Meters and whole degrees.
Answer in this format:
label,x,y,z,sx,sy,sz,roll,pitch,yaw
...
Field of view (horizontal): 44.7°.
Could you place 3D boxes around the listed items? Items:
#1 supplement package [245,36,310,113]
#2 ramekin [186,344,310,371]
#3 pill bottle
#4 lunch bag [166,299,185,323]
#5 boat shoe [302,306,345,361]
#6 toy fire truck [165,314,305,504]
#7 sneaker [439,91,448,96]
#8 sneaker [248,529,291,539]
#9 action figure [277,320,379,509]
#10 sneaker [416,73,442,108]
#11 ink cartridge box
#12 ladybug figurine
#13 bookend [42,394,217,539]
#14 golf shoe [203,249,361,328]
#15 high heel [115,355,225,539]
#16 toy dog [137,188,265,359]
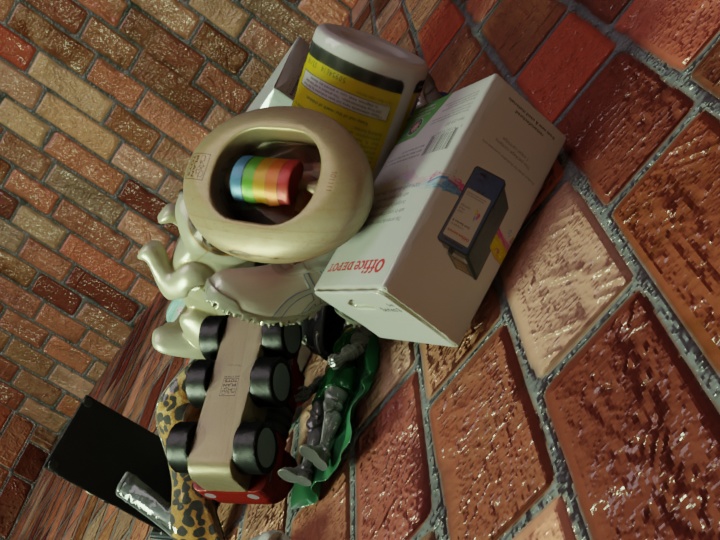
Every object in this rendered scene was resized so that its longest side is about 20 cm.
label,x,y,z,sx,sy,sz,roll,pitch,yaw
supplement package,-0.069,-0.169,1.220,0.191,0.199,0.148,-45,19,38
ramekin,-0.146,0.112,1.099,0.201,0.097,0.201,-52,16,22
pill bottle,-0.019,-0.120,0.839,0.115,0.113,0.202,-96,25,-67
lunch bag,-0.177,0.032,1.234,0.200,0.159,0.078,-51,59,35
boat shoe,0.000,0.000,0.921,0.202,0.071,0.068,-64,22,2
toy fire truck,-0.104,0.158,0.882,0.127,0.201,0.178,-5,54,22
sneaker,0.036,-0.149,1.084,0.201,0.077,0.070,-52,15,20
sneaker,-0.097,0.280,0.669,0.080,0.070,0.201,-45,18,27
action figure,-0.022,0.109,0.815,0.118,0.054,0.201,-49,13,38
sneaker,0.067,-0.163,0.980,0.074,0.082,0.201,-38,22,23
ink cartridge box,0.061,-0.045,0.733,0.202,0.087,0.145,-59,20,-15
ladybug figurine,-0.069,-0.070,0.757,0.198,0.072,0.138,13,82,32
bookend,-0.292,0.254,1.082,0.198,0.199,0.093,-27,32,60
golf shoe,-0.045,-0.002,0.806,0.078,0.197,0.099,47,131,55
high heel,-0.166,0.195,0.958,0.202,0.141,0.071,-62,-23,-5
toy dog,-0.144,-0.009,0.935,0.140,0.191,0.202,-55,-22,-44
